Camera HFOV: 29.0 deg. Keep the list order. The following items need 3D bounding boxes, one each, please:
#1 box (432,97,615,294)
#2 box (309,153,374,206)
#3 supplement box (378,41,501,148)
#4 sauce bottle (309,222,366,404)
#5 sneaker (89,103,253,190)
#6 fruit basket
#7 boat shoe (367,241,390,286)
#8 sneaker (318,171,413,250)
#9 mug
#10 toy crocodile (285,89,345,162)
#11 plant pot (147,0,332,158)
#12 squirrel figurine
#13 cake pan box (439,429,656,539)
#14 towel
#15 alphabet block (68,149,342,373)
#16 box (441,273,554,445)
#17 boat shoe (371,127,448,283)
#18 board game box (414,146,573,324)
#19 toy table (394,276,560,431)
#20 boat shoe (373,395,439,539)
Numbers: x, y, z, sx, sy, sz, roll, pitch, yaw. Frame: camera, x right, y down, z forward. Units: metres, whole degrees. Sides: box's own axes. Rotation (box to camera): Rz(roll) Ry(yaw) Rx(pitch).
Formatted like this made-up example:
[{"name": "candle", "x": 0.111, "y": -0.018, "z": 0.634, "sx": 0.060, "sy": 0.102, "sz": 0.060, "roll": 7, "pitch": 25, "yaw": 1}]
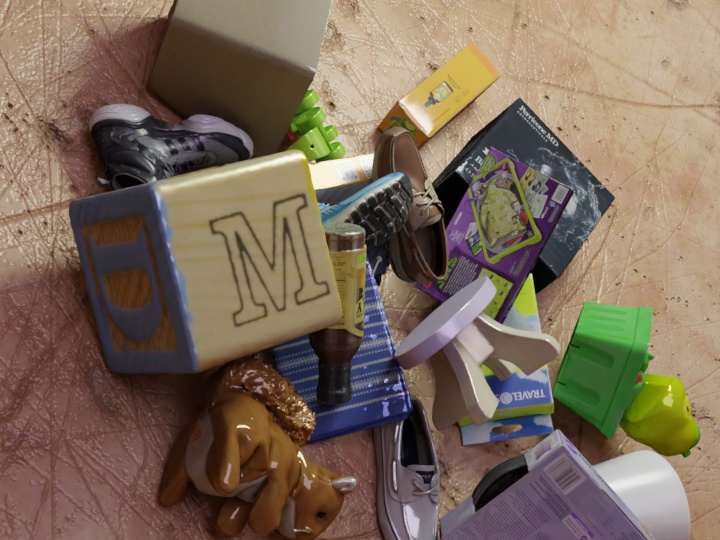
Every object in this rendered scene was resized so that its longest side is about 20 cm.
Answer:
[{"name": "box", "x": 0.206, "y": -0.090, "z": 1.871, "sx": 0.197, "sy": 0.117, "sz": 0.200, "roll": 45, "pitch": 48, "yaw": -4}, {"name": "box", "x": -0.065, "y": -0.090, "z": 1.687, "sx": 0.199, "sy": 0.119, "sz": 0.042, "roll": -10, "pitch": 71, "yaw": -38}, {"name": "supplement box", "x": 0.110, "y": -0.236, "z": 1.922, "sx": 0.067, "sy": 0.069, "sz": 0.200, "roll": 48, "pitch": 47, "yaw": 0}, {"name": "sauce bottle", "x": -0.027, "y": 0.048, "z": 1.559, "sx": 0.064, "sy": 0.065, "sz": 0.202, "roll": -11, "pitch": 110, "yaw": -37}, {"name": "sneaker", "x": -0.220, "y": -0.122, "z": 1.634, "sx": 0.199, "sy": 0.075, "sz": 0.115, "roll": 8, "pitch": 61, "yaw": -24}, {"name": "fruit basket", "x": 0.354, "y": 0.142, "z": 1.777, "sx": 0.214, "sy": 0.157, "sz": 0.216, "roll": 17, "pitch": 16, "yaw": -5}, {"name": "boat shoe", "x": 0.000, "y": 0.000, "z": 1.716, "sx": 0.060, "sy": 0.076, "sz": 0.200, "roll": 43, "pitch": 61, "yaw": -5}, {"name": "sneaker", "x": -0.032, "y": -0.062, "z": 1.618, "sx": 0.199, "sy": 0.079, "sz": 0.090, "roll": -31, "pitch": 50, "yaw": -5}, {"name": "mug", "x": 0.302, "y": 0.319, "z": 1.696, "sx": 0.152, "sy": 0.150, "sz": 0.188, "roll": -3, "pitch": 60, "yaw": -26}, {"name": "toy crocodile", "x": -0.064, "y": -0.171, "z": 1.722, "sx": 0.068, "sy": 0.061, "sz": 0.200, "roll": 60, "pitch": 5, "yaw": -22}, {"name": "plant pot", "x": -0.150, "y": -0.283, "z": 1.701, "sx": 0.176, "sy": 0.200, "sz": 0.201, "roll": 19, "pitch": 55, "yaw": -12}, {"name": "squirrel figurine", "x": -0.093, "y": 0.195, "z": 1.503, "sx": 0.186, "sy": 0.141, "sz": 0.201, "roll": 27, "pitch": 55, "yaw": -27}, {"name": "cake pan box", "x": 0.215, "y": 0.307, "z": 1.601, "sx": 0.200, "sy": 0.184, "sz": 0.052, "roll": 46, "pitch": 12, "yaw": -13}, {"name": "towel", "x": -0.032, "y": 0.092, "z": 1.625, "sx": 0.144, "sy": 0.024, "sz": 0.201, "roll": -14, "pitch": 78, "yaw": -8}, {"name": "alphabet block", "x": -0.166, "y": -0.009, "z": 1.495, "sx": 0.199, "sy": 0.195, "sz": 0.198, "roll": -17, "pitch": 99, "yaw": -37}, {"name": "box", "x": 0.170, "y": 0.110, "z": 1.745, "sx": 0.121, "sy": 0.048, "sz": 0.201, "roll": -8, "pitch": 65, "yaw": 3}, {"name": "boat shoe", "x": 0.069, "y": -0.077, "z": 1.679, "sx": 0.076, "sy": 0.072, "sz": 0.201, "roll": -32, "pitch": 120, "yaw": -34}, {"name": "board game box", "x": 0.166, "y": -0.038, "z": 1.735, "sx": 0.120, "sy": 0.032, "sz": 0.201, "roll": 29, "pitch": 91, "yaw": 13}, {"name": "toy table", "x": 0.126, "y": 0.098, "z": 1.618, "sx": 0.117, "sy": 0.184, "sz": 0.200, "roll": 52, "pitch": 37, "yaw": -3}, {"name": "boat shoe", "x": 0.059, "y": 0.244, "z": 1.619, "sx": 0.073, "sy": 0.065, "sz": 0.201, "roll": 3, "pitch": 64, "yaw": -33}]
